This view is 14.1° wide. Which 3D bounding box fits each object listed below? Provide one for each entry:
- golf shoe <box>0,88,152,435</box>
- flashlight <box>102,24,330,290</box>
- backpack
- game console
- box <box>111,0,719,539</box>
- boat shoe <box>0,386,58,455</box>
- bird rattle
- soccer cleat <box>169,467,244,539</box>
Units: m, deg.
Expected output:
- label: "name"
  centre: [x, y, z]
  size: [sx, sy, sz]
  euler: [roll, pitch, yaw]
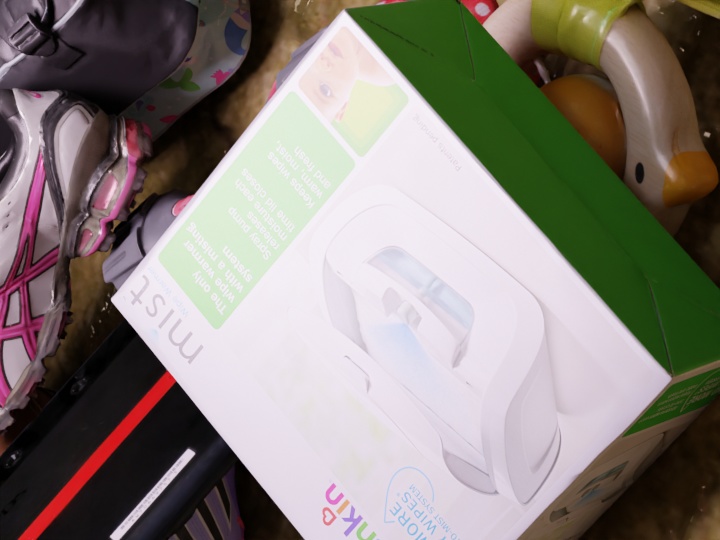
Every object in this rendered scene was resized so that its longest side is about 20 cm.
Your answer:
- label: "golf shoe"
  centre: [-0.185, -0.003, 1.494]
  size: [0.200, 0.092, 0.073]
  euler: [-64, 19, 15]
- label: "flashlight"
  centre: [-0.054, -0.048, 1.440]
  size: [0.200, 0.068, 0.068]
  euler: [-35, 81, 45]
- label: "backpack"
  centre: [-0.150, -0.162, 1.550]
  size: [0.178, 0.151, 0.200]
  euler: [-37, 49, 37]
- label: "game console"
  centre: [-0.116, 0.096, 1.379]
  size: [0.200, 0.031, 0.177]
  euler: [-49, 27, -10]
- label: "box"
  centre: [0.029, 0.021, 1.186]
  size: [0.200, 0.097, 0.176]
  euler: [50, 118, 16]
- label: "boat shoe"
  centre: [-0.167, 0.120, 1.496]
  size: [0.072, 0.068, 0.200]
  euler: [-56, 35, 20]
- label: "bird rattle"
  centre: [0.076, -0.070, 1.240]
  size: [0.200, 0.113, 0.163]
  euler: [-35, 68, 38]
- label: "soccer cleat"
  centre: [-0.081, 0.162, 1.374]
  size: [0.067, 0.076, 0.200]
  euler: [111, 176, -54]
